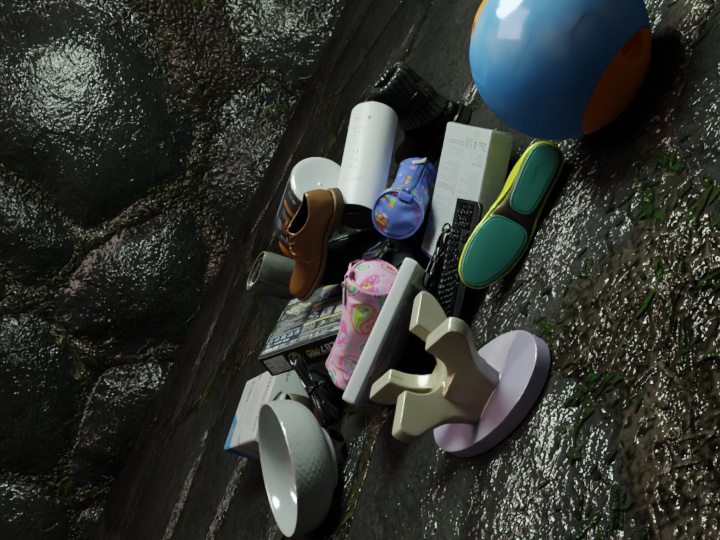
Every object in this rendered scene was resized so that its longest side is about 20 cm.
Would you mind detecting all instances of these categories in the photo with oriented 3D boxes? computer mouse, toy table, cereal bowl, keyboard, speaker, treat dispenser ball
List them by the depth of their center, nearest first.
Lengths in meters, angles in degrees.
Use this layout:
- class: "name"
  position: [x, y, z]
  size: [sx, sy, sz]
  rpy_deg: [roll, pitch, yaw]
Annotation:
- class: "toy table"
  position: [0.102, 0.118, 0.998]
  size: [0.200, 0.116, 0.185]
  rpy_deg: [-53, 20, 38]
- class: "treat dispenser ball"
  position: [0.220, -0.247, 1.005]
  size: [0.202, 0.200, 0.202]
  rpy_deg: [-55, 19, 29]
- class: "keyboard"
  position: [0.110, 0.004, 1.190]
  size: [0.104, 0.039, 0.202]
  rpy_deg: [-152, 73, -75]
- class: "cereal bowl"
  position: [-0.087, 0.286, 1.336]
  size: [0.200, 0.083, 0.202]
  rpy_deg: [171, 90, -69]
- class: "computer mouse"
  position: [-0.050, 0.210, 1.421]
  size: [0.046, 0.141, 0.200]
  rpy_deg: [-29, -24, -7]
- class: "speaker"
  position: [0.008, -0.169, 1.453]
  size: [0.081, 0.081, 0.202]
  rpy_deg: [-39, 36, 56]

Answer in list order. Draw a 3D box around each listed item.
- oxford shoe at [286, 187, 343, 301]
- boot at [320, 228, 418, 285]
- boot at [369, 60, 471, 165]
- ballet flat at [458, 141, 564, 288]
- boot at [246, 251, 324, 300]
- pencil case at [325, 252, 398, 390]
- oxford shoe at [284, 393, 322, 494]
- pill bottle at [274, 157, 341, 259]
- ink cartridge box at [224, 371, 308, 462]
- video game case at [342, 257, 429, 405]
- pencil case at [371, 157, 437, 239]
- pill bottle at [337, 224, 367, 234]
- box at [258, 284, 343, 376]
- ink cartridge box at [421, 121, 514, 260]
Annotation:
- class: "oxford shoe"
  position: [-0.088, -0.041, 1.411]
  size: [0.071, 0.071, 0.202]
  rpy_deg: [51, 134, 48]
- class: "boot"
  position: [0.000, 0.000, 1.398]
  size: [0.198, 0.077, 0.169]
  rpy_deg: [-20, 22, 15]
- class: "boot"
  position: [0.075, -0.261, 1.551]
  size: [0.211, 0.157, 0.080]
  rpy_deg: [-42, 26, 53]
- class: "ballet flat"
  position: [0.188, -0.066, 1.113]
  size: [0.201, 0.066, 0.067]
  rpy_deg: [-60, -4, 7]
- class: "boot"
  position: [-0.079, 0.006, 1.569]
  size: [0.182, 0.199, 0.073]
  rpy_deg: [-52, 19, 36]
- class: "pencil case"
  position: [0.003, 0.077, 1.294]
  size: [0.088, 0.086, 0.201]
  rpy_deg: [-87, 8, -53]
- class: "oxford shoe"
  position: [-0.112, 0.291, 1.486]
  size: [0.071, 0.073, 0.201]
  rpy_deg: [-52, 21, 36]
- class: "pill bottle"
  position: [-0.088, -0.096, 1.553]
  size: [0.200, 0.105, 0.107]
  rpy_deg: [117, 169, -57]
- class: "ink cartridge box"
  position: [-0.169, 0.269, 1.677]
  size: [0.200, 0.084, 0.146]
  rpy_deg: [-35, 34, 62]
- class: "video game case"
  position: [0.043, 0.090, 1.238]
  size: [0.202, 0.023, 0.182]
  rpy_deg: [-65, -14, -2]
- class: "pencil case"
  position: [0.075, -0.117, 1.402]
  size: [0.200, 0.077, 0.088]
  rpy_deg: [-59, -11, -64]
- class: "pill bottle"
  position: [0.019, -0.090, 1.567]
  size: [0.113, 0.111, 0.200]
  rpy_deg: [-63, 17, 5]
- class: "box"
  position: [-0.056, 0.082, 1.473]
  size: [0.199, 0.049, 0.162]
  rpy_deg: [-21, 29, 30]
- class: "ink cartridge box"
  position: [0.147, -0.103, 1.279]
  size: [0.200, 0.040, 0.202]
  rpy_deg: [-131, 52, -73]
